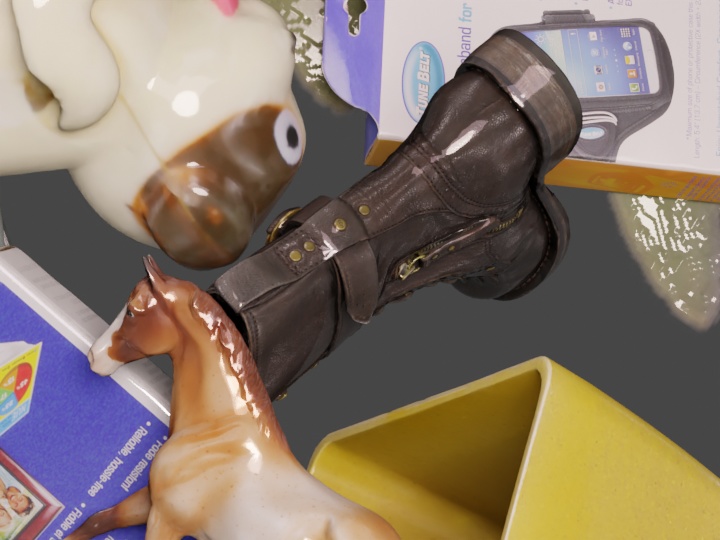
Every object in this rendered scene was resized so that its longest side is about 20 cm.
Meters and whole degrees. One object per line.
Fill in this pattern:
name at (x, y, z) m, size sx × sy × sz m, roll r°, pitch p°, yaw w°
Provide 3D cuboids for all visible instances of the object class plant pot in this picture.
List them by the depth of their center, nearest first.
plant pot at (0.073, 0.170, 1.046) m, size 0.176 × 0.200 × 0.201 m, roll 23°, pitch 69°, yaw -20°

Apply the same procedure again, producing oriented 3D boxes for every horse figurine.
horse figurine at (-0.036, 0.107, 0.960) m, size 0.200 × 0.050 × 0.133 m, roll 41°, pitch 101°, yaw 23°

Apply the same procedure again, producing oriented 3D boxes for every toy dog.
toy dog at (-0.116, -0.073, 1.038) m, size 0.199 × 0.140 × 0.195 m, roll 20°, pitch 106°, yaw -7°

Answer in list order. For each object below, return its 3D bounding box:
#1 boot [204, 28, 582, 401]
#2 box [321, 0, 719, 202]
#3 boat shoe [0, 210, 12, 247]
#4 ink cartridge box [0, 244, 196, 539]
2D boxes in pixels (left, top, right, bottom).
boot at (0.000, 0.000, 1.078) m, size 0.174 × 0.200 × 0.069 m, roll -40°, pitch 72°, yaw -17°
box at (0.081, -0.098, 1.206) m, size 0.199 × 0.041 × 0.120 m, roll 6°, pitch 72°, yaw -7°
boat shoe at (-0.122, 0.045, 1.103) m, size 0.062 × 0.073 × 0.200 m, roll -33°, pitch 77°, yaw -15°
ink cartridge box at (-0.117, 0.128, 1.038) m, size 0.200 × 0.047 × 0.198 m, roll 41°, pitch 103°, yaw 3°
